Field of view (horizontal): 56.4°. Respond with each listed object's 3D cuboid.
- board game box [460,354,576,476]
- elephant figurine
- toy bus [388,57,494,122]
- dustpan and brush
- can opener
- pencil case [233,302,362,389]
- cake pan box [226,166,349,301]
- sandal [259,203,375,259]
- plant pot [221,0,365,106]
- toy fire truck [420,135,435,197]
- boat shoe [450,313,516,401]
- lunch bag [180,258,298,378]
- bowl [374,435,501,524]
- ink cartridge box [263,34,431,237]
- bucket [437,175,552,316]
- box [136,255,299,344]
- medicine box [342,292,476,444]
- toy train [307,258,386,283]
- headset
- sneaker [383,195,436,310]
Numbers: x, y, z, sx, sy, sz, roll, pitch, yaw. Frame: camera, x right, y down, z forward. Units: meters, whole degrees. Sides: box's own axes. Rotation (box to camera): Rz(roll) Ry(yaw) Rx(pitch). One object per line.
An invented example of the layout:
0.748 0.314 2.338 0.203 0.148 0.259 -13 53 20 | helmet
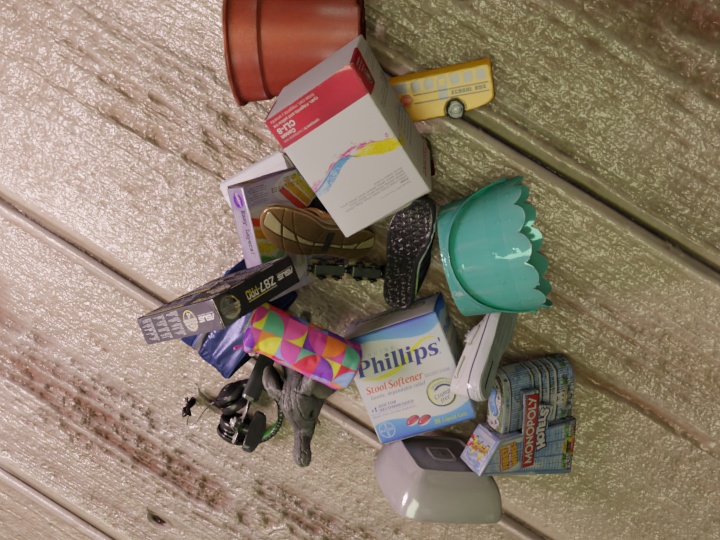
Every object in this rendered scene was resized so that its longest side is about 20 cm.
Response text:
0.267 0.259 1.122 0.196 0.062 0.204 -8 109 -24 | board game box
-0.099 0.204 1.164 0.154 0.200 0.143 35 111 0 | elephant figurine
0.109 -0.271 1.046 0.196 0.065 0.080 -8 105 14 | toy bus
-0.142 -0.088 1.170 0.138 0.057 0.203 -24 94 19 | dustpan and brush
-0.187 0.226 1.231 0.065 0.053 0.204 19 82 -8 | can opener
-0.096 0.122 1.068 0.197 0.089 0.089 23 111 -13 | pencil case
-0.109 -0.070 1.097 0.052 0.198 0.188 5 111 43 | cake pan box
-0.068 -0.066 1.053 0.197 0.055 0.081 9 131 -30 | sandal
-0.090 -0.350 1.009 0.191 0.201 0.205 1 107 3 | plant pot
0.042 -0.110 1.094 0.172 0.129 0.204 -9 95 15 | toy fire truck
0.198 0.116 1.096 0.066 0.202 0.074 2 137 35 | boat shoe
-0.223 0.080 1.187 0.132 0.136 0.201 40 109 2 | lunch bag
0.133 0.346 1.146 0.196 0.200 0.076 7 101 -15 | bowl
-0.008 -0.182 0.925 0.143 0.146 0.201 -27 115 20 | ink cartridge box
0.207 -0.030 1.033 0.132 0.207 0.211 -14 104 20 | bucket
-0.208 0.044 0.984 0.198 0.160 0.050 -15 101 41 | box
0.087 0.169 1.166 0.179 0.103 0.203 -20 103 17 | medicine box
0.000 0.000 1.119 0.196 0.046 0.035 4 100 -27 | toy train
-0.245 0.268 1.298 0.196 0.094 0.126 -2 103 -4 | headset
0.080 -0.033 1.071 0.071 0.083 0.203 23 120 16 | sneaker
